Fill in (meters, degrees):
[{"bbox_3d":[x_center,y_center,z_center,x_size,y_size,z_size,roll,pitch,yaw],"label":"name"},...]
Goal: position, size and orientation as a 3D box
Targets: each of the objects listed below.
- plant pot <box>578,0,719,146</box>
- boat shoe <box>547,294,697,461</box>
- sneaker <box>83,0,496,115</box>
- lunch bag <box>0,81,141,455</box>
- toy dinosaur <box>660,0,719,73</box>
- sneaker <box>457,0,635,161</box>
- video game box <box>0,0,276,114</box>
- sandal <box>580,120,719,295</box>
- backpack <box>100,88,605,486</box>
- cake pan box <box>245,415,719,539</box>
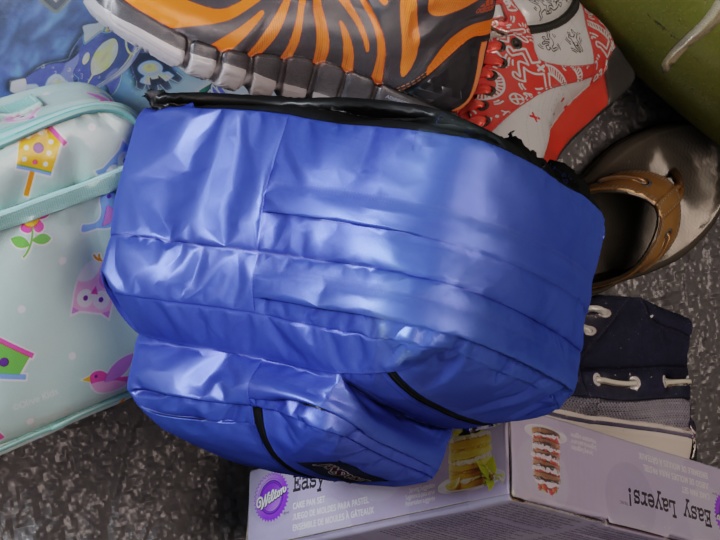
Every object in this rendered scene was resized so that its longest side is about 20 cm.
[{"bbox_3d":[0.203,-0.170,1.272,0.200,0.187,0.187,26,76,-13],"label":"plant pot"},{"bbox_3d":[0.108,0.056,1.269,0.200,0.075,0.093,12,77,-38],"label":"boat shoe"},{"bbox_3d":[-0.026,-0.137,1.054,0.200,0.078,0.112,13,107,-29],"label":"sneaker"},{"bbox_3d":[-0.183,0.003,1.058,0.200,0.077,0.161,-22,117,-17],"label":"lunch bag"},{"bbox_3d":[0.205,-0.199,1.157,0.047,0.088,0.200,23,68,13],"label":"toy dinosaur"},{"bbox_3d":[0.064,-0.097,1.184,0.108,0.067,0.201,53,44,-8],"label":"sneaker"},{"bbox_3d":[-0.104,-0.124,1.102,0.182,0.047,0.200,39,101,-26],"label":"video game box"},{"bbox_3d":[0.142,-0.029,1.291,0.200,0.055,0.082,-19,98,-28],"label":"sandal"},{"bbox_3d":[0.006,0.012,1.020,0.162,0.200,0.168,21,74,-55],"label":"backpack"},{"bbox_3d":[0.074,0.127,1.155,0.200,0.184,0.052,18,66,-41],"label":"cake pan box"}]
